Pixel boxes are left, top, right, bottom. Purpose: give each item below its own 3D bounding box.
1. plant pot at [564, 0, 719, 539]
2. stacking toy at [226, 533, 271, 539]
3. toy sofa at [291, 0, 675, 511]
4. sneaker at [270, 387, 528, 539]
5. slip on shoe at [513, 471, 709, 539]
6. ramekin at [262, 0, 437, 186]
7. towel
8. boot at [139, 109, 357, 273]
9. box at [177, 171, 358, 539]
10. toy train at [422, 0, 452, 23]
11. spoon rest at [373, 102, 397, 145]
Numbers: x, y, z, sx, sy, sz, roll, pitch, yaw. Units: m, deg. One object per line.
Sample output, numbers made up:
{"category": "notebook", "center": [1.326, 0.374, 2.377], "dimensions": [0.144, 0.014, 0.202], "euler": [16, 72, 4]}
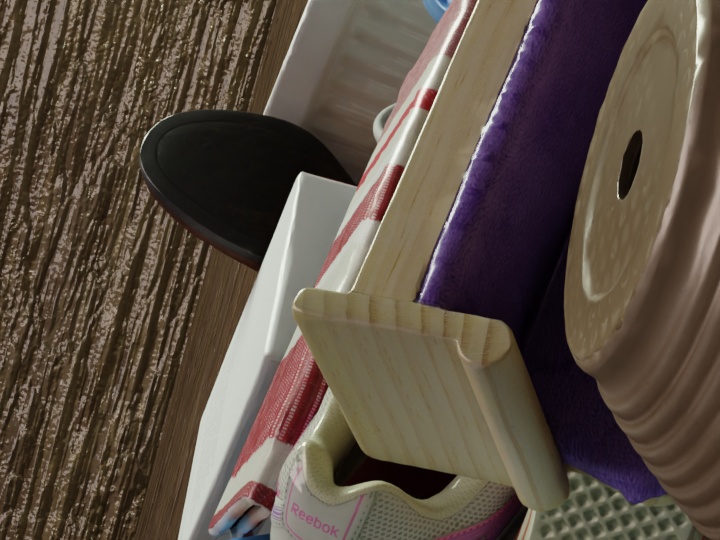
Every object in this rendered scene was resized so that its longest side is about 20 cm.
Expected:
{"category": "plant pot", "center": [0.107, -0.014, 0.623], "dimensions": [0.201, 0.092, 0.202], "euler": [-166, 90, -83]}
{"category": "stacking toy", "center": [-0.018, 0.173, 0.820], "dimensions": [0.200, 0.109, 0.117], "euler": [30, 123, 56]}
{"category": "toy sofa", "center": [0.066, -0.038, 0.727], "dimensions": [0.201, 0.097, 0.083], "euler": [-66, -27, -27]}
{"category": "sneaker", "center": [0.040, 0.045, 0.838], "dimensions": [0.200, 0.081, 0.088], "euler": [-49, -24, -36]}
{"category": "slip on shoe", "center": [0.071, 0.100, 0.800], "dimensions": [0.061, 0.074, 0.201], "euler": [-44, -25, -58]}
{"category": "ramekin", "center": [0.025, -0.106, 1.225], "dimensions": [0.200, 0.105, 0.201], "euler": [-157, 90, -88]}
{"category": "towel", "center": [0.000, 0.000, 0.909], "dimensions": [0.144, 0.023, 0.201], "euler": [124, 170, -77]}
{"category": "boot", "center": [-0.029, 0.009, 1.204], "dimensions": [0.200, 0.187, 0.069], "euler": [124, 159, -64]}
{"category": "box", "center": [0.002, 0.067, 1.101], "dimensions": [0.200, 0.124, 0.098], "euler": [115, 167, -52]}
{"category": "toy train", "center": [0.088, -0.158, 0.950], "dimensions": [0.114, 0.086, 0.201], "euler": [16, 105, 41]}
{"category": "spoon rest", "center": [0.064, -0.034, 1.003], "dimensions": [0.200, 0.099, 0.061], "euler": [-114, 25, -61]}
